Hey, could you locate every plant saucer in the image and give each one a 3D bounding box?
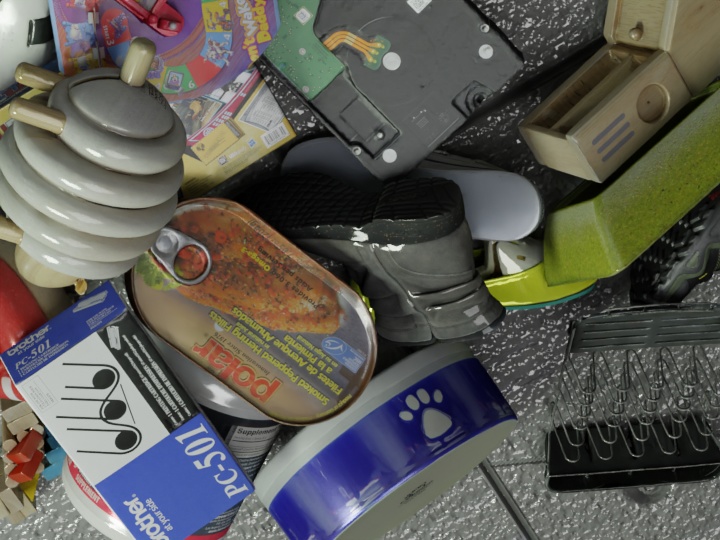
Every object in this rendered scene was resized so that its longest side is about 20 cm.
[{"bbox_3d":[0.218,-0.074,1.662,0.200,0.200,0.048,-41,95,-9],"label":"plant saucer"}]

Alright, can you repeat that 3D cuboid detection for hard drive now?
[{"bbox_3d":[0.002,-0.175,1.638,0.200,0.038,0.140,44,103,-12],"label":"hard drive"}]

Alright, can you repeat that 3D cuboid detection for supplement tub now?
[{"bbox_3d":[-0.130,0.105,1.731,0.140,0.140,0.200,19,113,-20],"label":"supplement tub"}]

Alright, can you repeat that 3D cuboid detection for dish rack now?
[{"bbox_3d":[0.227,0.099,1.815,0.153,0.055,0.200,-5,142,-8],"label":"dish rack"}]

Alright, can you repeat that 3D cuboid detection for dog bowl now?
[{"bbox_3d":[0.020,0.141,1.746,0.200,0.200,0.079,-39,78,10],"label":"dog bowl"}]

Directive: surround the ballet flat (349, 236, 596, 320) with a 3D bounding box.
[{"bbox_3d":[0.087,0.000,1.762,0.199,0.067,0.067,-10,117,-3],"label":"ballet flat"}]

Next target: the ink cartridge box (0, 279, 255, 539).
[{"bbox_3d":[-0.161,0.108,1.599,0.094,0.044,0.200,-34,129,-4],"label":"ink cartridge box"}]

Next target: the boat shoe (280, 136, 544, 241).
[{"bbox_3d":[0.040,-0.057,1.718,0.199,0.065,0.074,14,97,7],"label":"boat shoe"}]

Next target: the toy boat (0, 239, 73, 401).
[{"bbox_3d":[-0.294,0.054,1.634,0.131,0.200,0.131,-48,128,-37],"label":"toy boat"}]

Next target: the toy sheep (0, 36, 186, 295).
[{"bbox_3d":[-0.182,-0.070,1.522,0.138,0.138,0.200,16,125,-19],"label":"toy sheep"}]

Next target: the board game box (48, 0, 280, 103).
[{"bbox_3d":[-0.135,-0.211,1.541,0.158,0.039,0.201,-10,102,-11],"label":"board game box"}]

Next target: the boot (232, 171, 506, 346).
[{"bbox_3d":[0.000,0.000,1.673,0.200,0.070,0.132,5,132,30],"label":"boot"}]

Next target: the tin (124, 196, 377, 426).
[{"bbox_3d":[-0.079,0.029,1.620,0.200,0.042,0.112,39,78,-18],"label":"tin"}]

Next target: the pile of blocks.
[{"bbox_3d":[-0.245,0.119,1.761,0.082,0.062,0.200,4,117,-13],"label":"pile of blocks"}]

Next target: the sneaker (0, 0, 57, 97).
[{"bbox_3d":[-0.240,-0.177,1.607,0.088,0.074,0.200,16,114,-38],"label":"sneaker"}]

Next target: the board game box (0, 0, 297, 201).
[{"bbox_3d":[-0.163,-0.101,1.606,0.200,0.035,0.136,-32,114,-4],"label":"board game box"}]

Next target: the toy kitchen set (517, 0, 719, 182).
[{"bbox_3d":[0.188,-0.191,1.589,0.180,0.163,0.200,-42,120,-15],"label":"toy kitchen set"}]

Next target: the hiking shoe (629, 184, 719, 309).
[{"bbox_3d":[0.295,-0.027,1.782,0.101,0.076,0.200,29,110,-23],"label":"hiking shoe"}]
